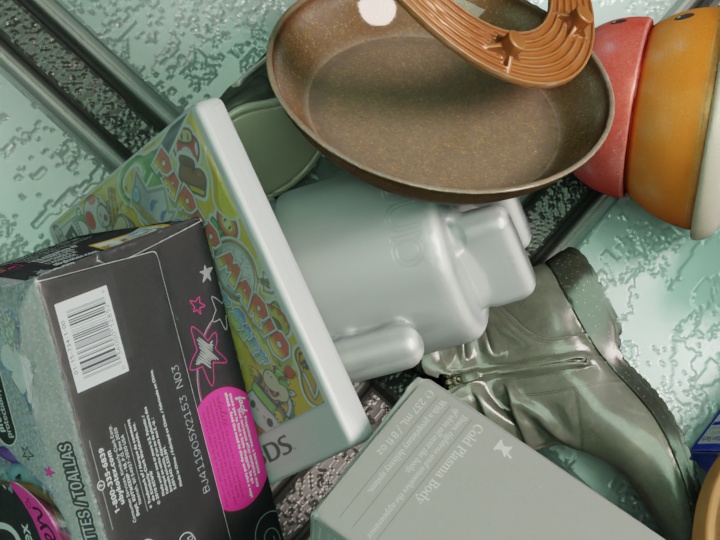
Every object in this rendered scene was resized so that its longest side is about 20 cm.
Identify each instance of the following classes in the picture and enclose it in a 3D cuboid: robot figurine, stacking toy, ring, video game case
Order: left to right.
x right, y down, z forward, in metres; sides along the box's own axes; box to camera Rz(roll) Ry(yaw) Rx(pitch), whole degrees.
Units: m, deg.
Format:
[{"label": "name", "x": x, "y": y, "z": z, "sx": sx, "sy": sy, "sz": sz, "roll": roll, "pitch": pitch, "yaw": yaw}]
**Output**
[{"label": "video game case", "x": -0.092, "y": 0.030, "z": 0.916, "sx": 0.023, "sy": 0.181, "sz": 0.202, "roll": -20, "pitch": 83, "yaw": -42}, {"label": "robot figurine", "x": 0.000, "y": 0.000, "z": 0.939, "sx": 0.198, "sy": 0.170, "sz": 0.114, "roll": -17, "pitch": 126, "yaw": 14}, {"label": "ring", "x": 0.063, "y": -0.190, "z": 0.901, "sx": 0.199, "sy": 0.019, "sz": 0.202, "roll": 25, "pitch": 46, "yaw": -29}, {"label": "stacking toy", "x": 0.138, "y": -0.105, "z": 0.989, "sx": 0.198, "sy": 0.146, "sz": 0.148, "roll": 10, "pitch": 81, "yaw": 11}]

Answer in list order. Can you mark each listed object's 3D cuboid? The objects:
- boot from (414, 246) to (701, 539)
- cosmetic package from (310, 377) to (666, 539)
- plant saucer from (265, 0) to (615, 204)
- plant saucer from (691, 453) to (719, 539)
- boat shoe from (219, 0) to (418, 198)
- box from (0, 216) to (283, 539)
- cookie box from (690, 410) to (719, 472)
[{"label": "boot", "x": 0.117, "y": 0.096, "z": 0.984, "sx": 0.130, "sy": 0.068, "sz": 0.201, "roll": -27, "pitch": 78, "yaw": -4}, {"label": "cosmetic package", "x": 0.080, "y": 0.161, "z": 0.826, "sx": 0.199, "sy": 0.091, "sz": 0.107, "roll": 30, "pitch": 59, "yaw": 19}, {"label": "plant saucer", "x": 0.043, "y": -0.099, "z": 0.912, "sx": 0.198, "sy": 0.037, "sz": 0.202, "roll": 5, "pitch": 44, "yaw": -5}, {"label": "plant saucer", "x": 0.275, "y": 0.169, "z": 0.881, "sx": 0.198, "sy": 0.037, "sz": 0.202, "roll": 11, "pitch": 60, "yaw": -20}, {"label": "boat shoe", "x": -0.043, "y": -0.105, "z": 1.000, "sx": 0.200, "sy": 0.057, "sz": 0.067, "roll": -40, "pitch": 122, "yaw": -6}, {"label": "box", "x": -0.142, "y": 0.089, "z": 0.870, "sx": 0.132, "sy": 0.114, "sz": 0.202, "roll": -24, "pitch": 103, "yaw": -50}, {"label": "cookie box", "x": 0.334, "y": 0.091, "z": 0.995, "sx": 0.171, "sy": 0.075, "sz": 0.201, "roll": 39, "pitch": 80, "yaw": 1}]
